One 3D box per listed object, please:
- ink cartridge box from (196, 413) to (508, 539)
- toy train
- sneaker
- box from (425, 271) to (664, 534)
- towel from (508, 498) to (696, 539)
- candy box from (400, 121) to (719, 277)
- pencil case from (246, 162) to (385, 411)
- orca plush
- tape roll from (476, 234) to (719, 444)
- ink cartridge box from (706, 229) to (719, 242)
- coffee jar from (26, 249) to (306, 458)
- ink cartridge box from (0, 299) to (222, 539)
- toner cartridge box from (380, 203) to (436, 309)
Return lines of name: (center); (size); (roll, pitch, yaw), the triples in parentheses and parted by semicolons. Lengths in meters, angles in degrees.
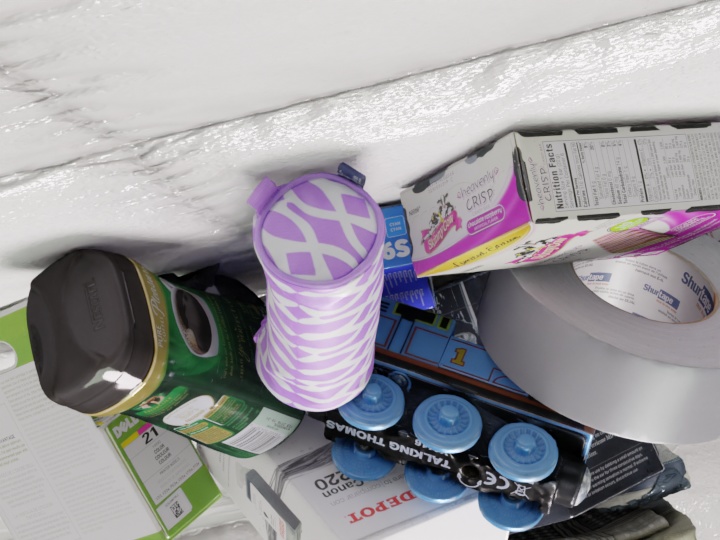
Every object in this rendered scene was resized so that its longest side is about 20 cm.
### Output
ink cartridge box: (-0.006, 0.142, 1.539); (0.146, 0.200, 0.085); (-19, 136, -28)
toy train: (0.065, 0.096, 1.461); (0.200, 0.114, 0.087); (18, 140, 9)
sneaker: (0.200, 0.143, 1.774); (0.078, 0.086, 0.200); (-14, -173, -19)
box: (0.100, 0.103, 1.700); (0.124, 0.197, 0.200); (-19, 177, -43)
towel: (0.158, 0.211, 1.760); (0.200, 0.035, 0.193); (-12, -177, -7)
candy box: (0.146, -0.046, 1.381); (0.200, 0.061, 0.136); (-4, 168, -31)
pencil case: (-0.030, 0.016, 1.345); (0.085, 0.084, 0.200); (24, 153, 11)
orca plush: (-0.109, 0.047, 1.584); (0.105, 0.071, 0.200); (-46, 142, 2)
tape roll: (0.183, 0.031, 1.471); (0.200, 0.200, 0.066); (-5, 126, -32)
ink cartridge box: (0.315, -0.028, 1.594); (0.146, 0.086, 0.200); (-3, 165, -39)
coffee jar: (-0.128, 0.056, 1.430); (0.085, 0.104, 0.200); (-33, 147, 26)
ink cartridge box: (-0.215, 0.113, 1.576); (0.148, 0.200, 0.076); (-21, -169, 39)
toner cartridge box: (0.000, 0.000, 1.517); (0.095, 0.043, 0.200); (-12, 170, 2)
